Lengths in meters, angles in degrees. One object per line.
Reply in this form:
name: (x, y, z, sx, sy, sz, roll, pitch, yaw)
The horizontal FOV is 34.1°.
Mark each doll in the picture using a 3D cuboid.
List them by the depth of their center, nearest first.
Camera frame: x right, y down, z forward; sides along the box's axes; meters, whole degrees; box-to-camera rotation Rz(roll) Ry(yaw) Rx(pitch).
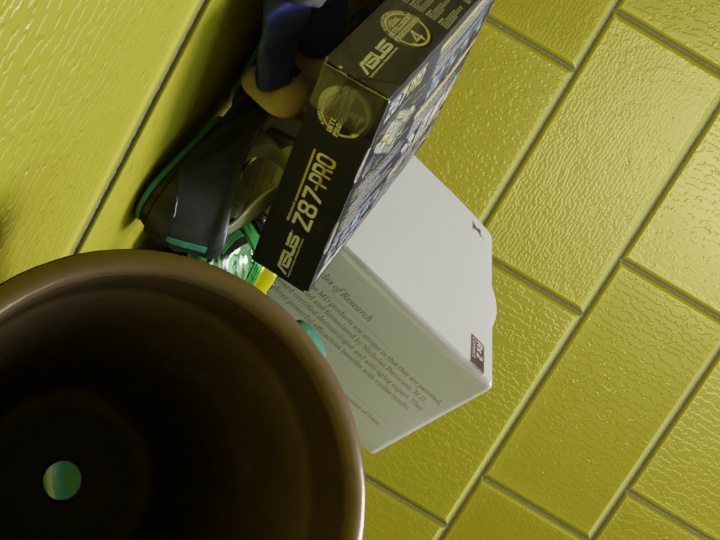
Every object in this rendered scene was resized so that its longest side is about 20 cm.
doll: (-0.017, -0.176, 0.623, 0.136, 0.048, 0.200, -44, 165, -32)

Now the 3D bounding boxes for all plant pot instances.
plant pot: (-0.119, 0.101, 0.527, 0.201, 0.200, 0.174, -59, -164, -19)

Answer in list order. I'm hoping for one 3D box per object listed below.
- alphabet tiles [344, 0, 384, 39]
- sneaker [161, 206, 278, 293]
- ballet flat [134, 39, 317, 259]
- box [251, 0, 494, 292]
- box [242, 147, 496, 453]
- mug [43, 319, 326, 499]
alphabet tiles: (0.036, -0.221, 0.710, 0.200, 0.006, 0.167, -37, 158, -15)
sneaker: (-0.139, 0.030, 0.825, 0.085, 0.078, 0.200, -9, 145, -47)
ballet flat: (-0.063, -0.085, 0.736, 0.200, 0.073, 0.073, -60, 180, -31)
box: (0.015, -0.102, 0.735, 0.200, 0.049, 0.161, -53, 174, -45)
box: (0.000, 0.000, 0.948, 0.131, 0.200, 0.199, -33, -152, 27)
mug: (-0.123, 0.097, 0.717, 0.114, 0.152, 0.186, -51, 165, -75)
